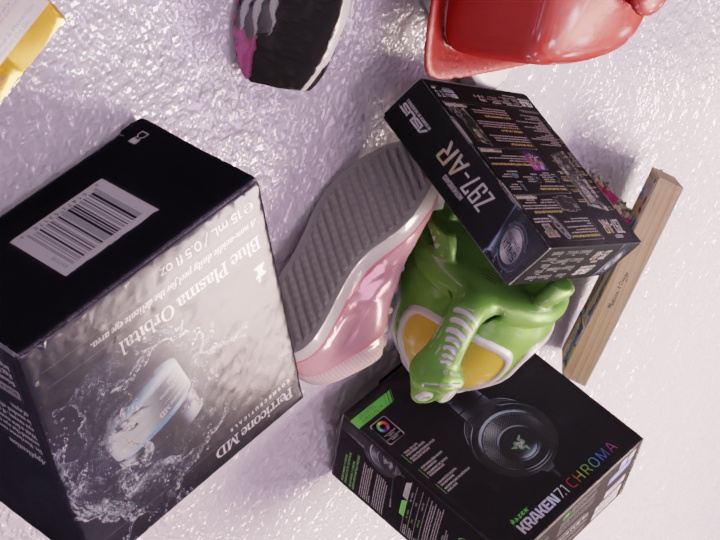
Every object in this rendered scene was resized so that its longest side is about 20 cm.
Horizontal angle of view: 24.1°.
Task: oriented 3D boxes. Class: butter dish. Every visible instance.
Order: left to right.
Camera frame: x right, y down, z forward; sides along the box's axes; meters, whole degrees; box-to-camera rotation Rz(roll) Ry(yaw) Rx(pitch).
[{"bbox_3d":[0.160,-0.225,1.224,0.199,0.148,0.200,-17,125,-44],"label":"butter dish"}]

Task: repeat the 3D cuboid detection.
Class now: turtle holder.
[{"bbox_3d":[0.091,0.035,1.327,0.141,0.186,0.132,14,120,-23],"label":"turtle holder"}]

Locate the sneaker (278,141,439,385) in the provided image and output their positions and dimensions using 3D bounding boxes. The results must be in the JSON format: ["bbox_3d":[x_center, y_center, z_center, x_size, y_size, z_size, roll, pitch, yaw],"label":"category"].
[{"bbox_3d":[0.000,0.000,1.282,0.200,0.075,0.105,-55,151,-13],"label":"sneaker"}]

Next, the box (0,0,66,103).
[{"bbox_3d":[-0.253,-0.153,0.893,0.119,0.041,0.200,-54,141,-12],"label":"box"}]

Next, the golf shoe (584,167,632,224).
[{"bbox_3d":[0.166,-0.041,1.478,0.200,0.075,0.092,-2,138,-54],"label":"golf shoe"}]

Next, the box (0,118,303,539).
[{"bbox_3d":[-0.154,0.046,1.078,0.197,0.117,0.200,-39,140,-29],"label":"box"}]

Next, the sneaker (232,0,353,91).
[{"bbox_3d":[-0.015,-0.211,1.124,0.086,0.080,0.200,-11,127,-60],"label":"sneaker"}]

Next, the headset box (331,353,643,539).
[{"bbox_3d":[0.098,0.149,1.399,0.174,0.200,0.093,-36,153,-31],"label":"headset box"}]

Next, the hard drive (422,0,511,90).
[{"bbox_3d":[0.096,-0.242,1.283,0.132,0.027,0.200,-51,143,-15],"label":"hard drive"}]

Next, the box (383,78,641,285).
[{"bbox_3d":[0.120,-0.067,1.281,0.044,0.160,0.200,-42,164,23],"label":"box"}]

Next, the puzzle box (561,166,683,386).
[{"bbox_3d":[0.239,0.002,1.553,0.200,0.025,0.133,-65,177,9],"label":"puzzle box"}]
